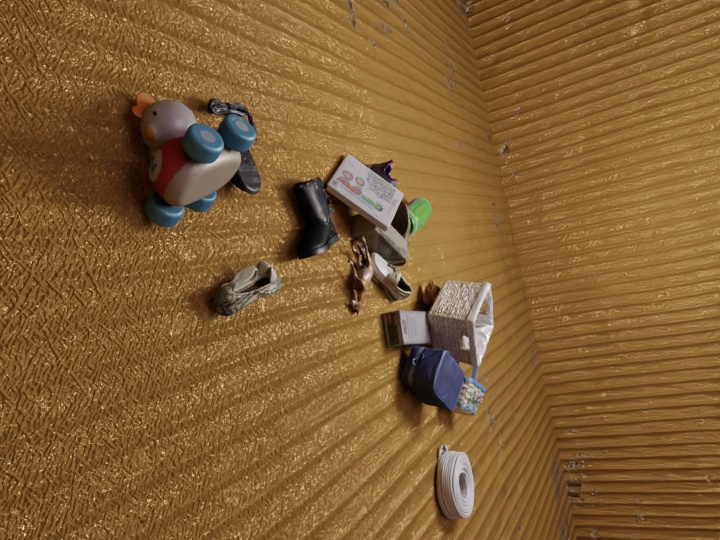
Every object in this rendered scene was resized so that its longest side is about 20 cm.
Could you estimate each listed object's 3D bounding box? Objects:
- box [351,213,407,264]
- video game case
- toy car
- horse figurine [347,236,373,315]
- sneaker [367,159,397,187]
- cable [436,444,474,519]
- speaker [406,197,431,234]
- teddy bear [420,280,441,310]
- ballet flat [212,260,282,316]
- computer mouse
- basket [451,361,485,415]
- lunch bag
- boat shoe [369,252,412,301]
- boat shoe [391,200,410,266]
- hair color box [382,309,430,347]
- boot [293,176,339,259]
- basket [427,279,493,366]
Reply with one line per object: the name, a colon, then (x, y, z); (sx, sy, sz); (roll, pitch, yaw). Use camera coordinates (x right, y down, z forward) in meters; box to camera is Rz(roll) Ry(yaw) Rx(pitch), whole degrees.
box: (0.058, -0.091, 1.631); (0.200, 0.081, 0.069); (38, 48, -48)
video game case: (0.015, -0.217, 1.557); (0.199, 0.024, 0.183); (34, 41, -7)
toy car: (-0.316, -0.216, 0.951); (0.200, 0.184, 0.177); (45, 33, 1)
horse figurine: (0.000, 0.000, 1.511); (0.201, 0.049, 0.134); (-80, 157, -46)
sneaker: (0.070, -0.232, 1.698); (0.074, 0.087, 0.203); (11, 69, -59)
cable: (0.301, 0.671, 1.783); (0.201, 0.068, 0.201); (56, 35, -35)
speaker: (0.172, -0.178, 1.870); (0.200, 0.087, 0.089); (-43, 117, -58)
teddy bear: (0.256, 0.123, 1.940); (0.200, 0.066, 0.147); (39, 55, -58)
ballet flat: (-0.206, 0.023, 1.098); (0.200, 0.067, 0.076); (-33, 145, -58)
computer mouse: (-0.250, -0.251, 1.174); (0.202, 0.046, 0.140); (69, 25, -6)
basket: (0.346, 0.376, 1.911); (0.176, 0.138, 0.203); (35, 59, -50)
lunch bag: (0.206, 0.315, 1.691); (0.200, 0.131, 0.137); (52, 53, -40)
boat shoe: (0.085, 0.013, 1.650); (0.200, 0.068, 0.075); (49, 39, -42)
boat shoe: (0.117, -0.117, 1.752); (0.063, 0.072, 0.203); (-49, 142, -72)
hair color box: (0.141, 0.174, 1.697); (0.199, 0.060, 0.101); (11, 69, -61)
boot: (-0.116, -0.126, 1.333); (0.198, 0.072, 0.165); (-47, 122, -65)
basket: (0.326, 0.165, 1.831); (0.201, 0.159, 0.200); (-56, 143, -44)
